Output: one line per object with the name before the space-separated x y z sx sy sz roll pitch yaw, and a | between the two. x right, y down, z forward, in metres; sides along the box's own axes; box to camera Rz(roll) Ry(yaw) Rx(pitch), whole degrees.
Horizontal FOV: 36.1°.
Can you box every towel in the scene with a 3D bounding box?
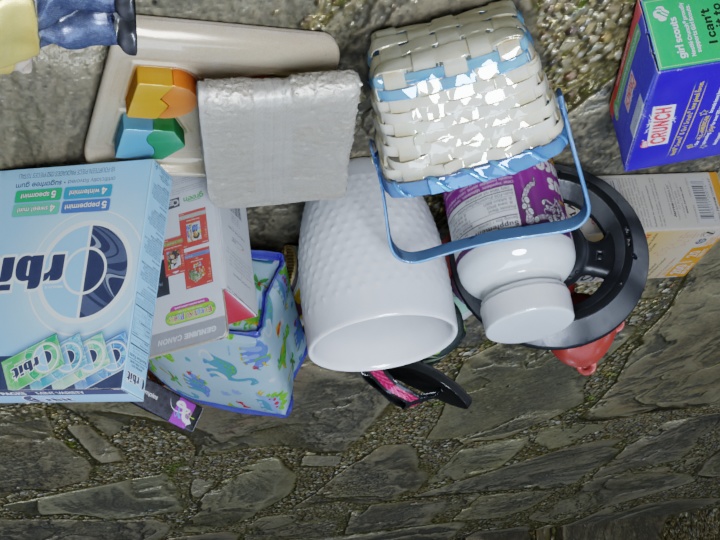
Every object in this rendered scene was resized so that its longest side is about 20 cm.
towel | -0.069 -0.108 0.926 0.130 0.035 0.201 -7 159 -8

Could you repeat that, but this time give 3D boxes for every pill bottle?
pill bottle | 0.137 -0.041 1.022 0.110 0.203 0.113 -8 157 -3

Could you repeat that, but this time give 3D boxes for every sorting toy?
sorting toy | -0.129 -0.132 0.927 0.182 0.037 0.200 1 154 -21

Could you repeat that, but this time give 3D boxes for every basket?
basket | 0.092 -0.105 0.900 0.173 0.140 0.203 -11 119 6

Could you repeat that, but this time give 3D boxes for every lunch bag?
lunch bag | -0.167 0.058 1.180 0.196 0.129 0.171 4 142 14

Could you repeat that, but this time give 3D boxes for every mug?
mug | 0.000 0.000 1.094 0.145 0.178 0.200 2 154 -23

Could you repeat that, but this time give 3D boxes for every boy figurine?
boy figurine | -0.251 -0.175 0.754 0.196 0.066 0.125 -5 156 -9

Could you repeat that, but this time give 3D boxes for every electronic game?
electronic game | 0.186 -0.017 1.095 0.196 0.203 0.042 -9 155 -1

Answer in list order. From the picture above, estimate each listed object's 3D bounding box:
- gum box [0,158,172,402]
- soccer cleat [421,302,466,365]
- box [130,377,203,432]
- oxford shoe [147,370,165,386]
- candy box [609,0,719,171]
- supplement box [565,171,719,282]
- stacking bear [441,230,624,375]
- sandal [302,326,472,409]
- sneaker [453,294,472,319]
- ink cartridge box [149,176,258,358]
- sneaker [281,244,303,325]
gum box | -0.255 0.010 0.949 0.167 0.204 0.045 -3 159 16
soccer cleat | 0.082 0.062 1.192 0.080 0.068 0.200 -21 168 -18
box | -0.290 0.117 1.263 0.199 0.037 0.142 33 167 -28
oxford shoe | -0.228 0.085 1.330 0.072 0.072 0.201 -13 155 -2
candy box | 0.329 -0.172 0.963 0.196 0.078 0.170 -10 157 -1
supplement box | 0.292 -0.045 1.231 0.196 0.075 0.126 -3 155 -13
stacking bear | 0.178 0.025 1.159 0.122 0.199 0.114 -53 161 -1
sandal | 0.024 0.112 1.184 0.197 0.046 0.075 23 159 7
sneaker | 0.084 0.004 1.254 0.198 0.074 0.119 -13 145 -32
ink cartridge box | -0.206 0.017 1.053 0.197 0.178 0.084 -15 156 13
sneaker | -0.063 0.038 1.280 0.088 0.076 0.200 4 154 -16
